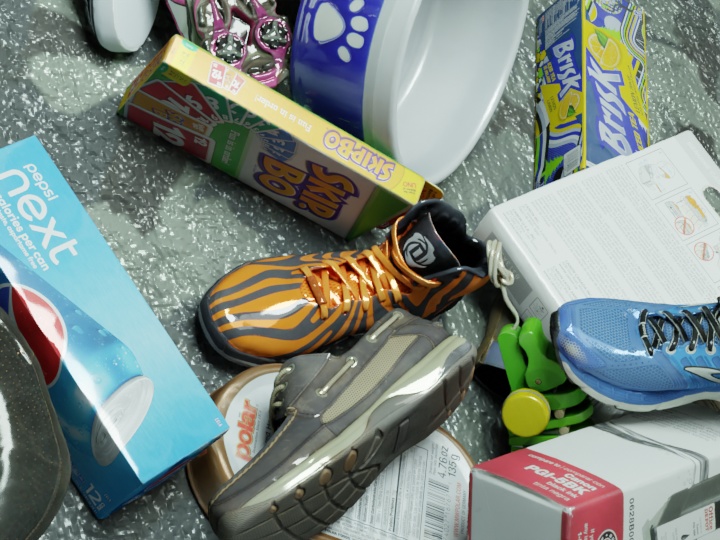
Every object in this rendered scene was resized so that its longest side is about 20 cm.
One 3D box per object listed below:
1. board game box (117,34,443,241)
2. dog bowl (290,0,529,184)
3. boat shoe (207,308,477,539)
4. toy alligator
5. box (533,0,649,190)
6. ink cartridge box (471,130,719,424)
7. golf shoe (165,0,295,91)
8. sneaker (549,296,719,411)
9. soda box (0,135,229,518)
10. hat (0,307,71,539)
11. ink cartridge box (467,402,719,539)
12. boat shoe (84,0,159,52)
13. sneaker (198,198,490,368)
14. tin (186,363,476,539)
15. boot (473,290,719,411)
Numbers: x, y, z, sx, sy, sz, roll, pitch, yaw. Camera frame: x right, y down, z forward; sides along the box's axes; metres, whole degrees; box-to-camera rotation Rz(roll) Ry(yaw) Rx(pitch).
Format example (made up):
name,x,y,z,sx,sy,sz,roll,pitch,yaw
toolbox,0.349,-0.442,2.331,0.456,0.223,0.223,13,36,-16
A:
name,x,y,z,sx,sy,sz,roll,pitch,yaw
board game box,-0.050,-0.076,0.880,0.200,0.096,0.030,26,67,-19
dog bowl,0.038,-0.160,0.920,0.079,0.200,0.200,21,43,23
boat shoe,-0.018,0.088,0.787,0.073,0.075,0.200,37,48,24
toy alligator,0.120,0.074,0.877,0.059,0.054,0.200,-53,136,-65
box,0.185,-0.133,1.101,0.070,0.064,0.200,22,54,-23
ink cartridge box,0.198,0.000,0.955,0.200,0.050,0.161,-22,69,-32
golf shoe,-0.107,-0.200,0.907,0.072,0.092,0.200,-15,85,-20
sneaker,0.215,0.039,0.848,0.200,0.089,0.079,6,53,-9
soda box,-0.163,0.031,0.760,0.068,0.064,0.200,-30,82,-42
hat,-0.245,0.090,0.659,0.200,0.081,0.201,25,49,-32
ink cartridge box,0.163,0.176,0.847,0.200,0.083,0.147,-11,108,-38
boat shoe,-0.175,-0.240,0.911,0.072,0.068,0.200,18,69,-73
sneaker,0.000,0.000,0.859,0.200,0.112,0.078,-13,71,-39
tin,-0.009,0.126,0.831,0.200,0.042,0.112,24,48,-22
boot,0.165,0.088,0.961,0.200,0.075,0.097,38,57,2
